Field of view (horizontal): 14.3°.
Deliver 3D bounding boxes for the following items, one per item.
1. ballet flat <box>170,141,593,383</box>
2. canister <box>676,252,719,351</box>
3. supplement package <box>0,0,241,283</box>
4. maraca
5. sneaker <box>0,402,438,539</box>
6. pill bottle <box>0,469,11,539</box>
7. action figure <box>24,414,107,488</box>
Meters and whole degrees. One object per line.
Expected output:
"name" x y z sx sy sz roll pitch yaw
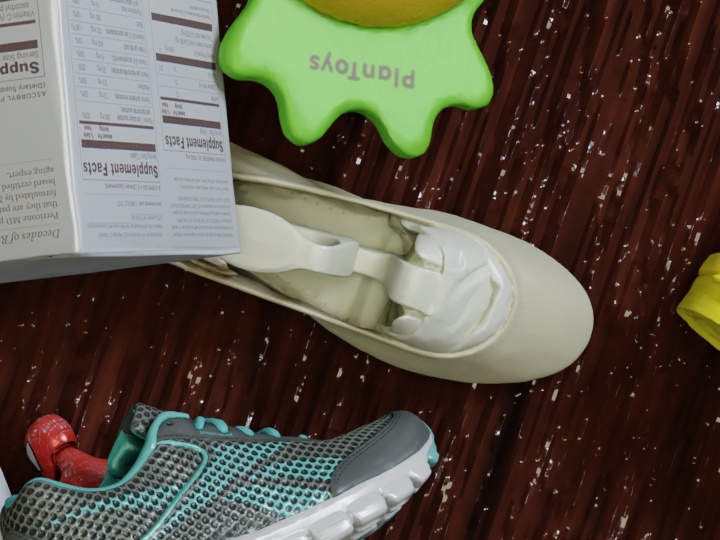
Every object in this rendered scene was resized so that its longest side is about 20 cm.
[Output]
"ballet flat" 0.000 0.000 1.158 0.200 0.069 0.069 17 89 -2
"canister" 0.246 -0.022 1.159 0.149 0.087 0.200 36 87 -2
"supplement package" -0.168 -0.048 1.078 0.200 0.156 0.111 -6 89 19
"maraca" 0.003 -0.145 1.133 0.137 0.107 0.200 6 81 -17
"sneaker" -0.055 0.086 1.120 0.200 0.078 0.091 -25 81 -38
"pill bottle" -0.233 0.131 1.126 0.200 0.111 0.111 -19 90 -2
"action figure" -0.085 0.146 1.153 0.052 0.065 0.200 -37 74 39
